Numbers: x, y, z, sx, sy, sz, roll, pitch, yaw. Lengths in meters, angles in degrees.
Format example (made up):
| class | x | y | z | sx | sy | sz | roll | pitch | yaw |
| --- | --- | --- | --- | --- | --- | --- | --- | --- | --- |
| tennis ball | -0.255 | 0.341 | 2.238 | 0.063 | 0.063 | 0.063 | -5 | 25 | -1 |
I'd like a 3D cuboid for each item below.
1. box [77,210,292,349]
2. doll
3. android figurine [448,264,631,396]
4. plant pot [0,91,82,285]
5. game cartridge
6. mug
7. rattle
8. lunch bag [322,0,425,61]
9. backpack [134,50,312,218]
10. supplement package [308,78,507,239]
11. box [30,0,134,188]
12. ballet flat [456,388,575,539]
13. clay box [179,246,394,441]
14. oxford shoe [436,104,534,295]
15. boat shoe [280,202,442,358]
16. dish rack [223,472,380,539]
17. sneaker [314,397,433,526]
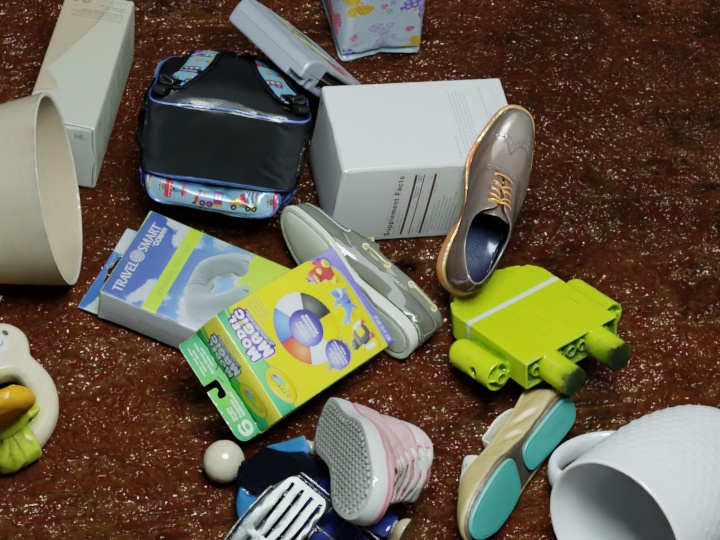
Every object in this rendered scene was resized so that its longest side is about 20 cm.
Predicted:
| class | x | y | z | sx | sy | sz | roll | pitch | yaw |
| --- | --- | --- | --- | --- | --- | --- | --- | --- | --- |
| box | -0.167 | 0.021 | 1.669 | 0.198 | 0.048 | 0.123 | 22 | 50 | 7 |
| doll | -0.058 | 0.213 | 1.531 | 0.199 | 0.049 | 0.137 | 28 | 51 | 12 |
| android figurine | 0.170 | 0.056 | 1.675 | 0.181 | 0.041 | 0.199 | -27 | 38 | -28 |
| plant pot | -0.389 | -0.067 | 1.630 | 0.197 | 0.188 | 0.189 | -7 | 51 | 1 |
| game cartridge | -0.060 | -0.228 | 1.815 | 0.133 | 0.200 | 0.041 | 40 | 97 | 24 |
| mug | 0.265 | 0.197 | 1.556 | 0.199 | 0.149 | 0.175 | 16 | 33 | 42 |
| rattle | -0.347 | 0.075 | 1.536 | 0.129 | 0.143 | 0.202 | -9 | 57 | 6 |
| lunch bag | 0.003 | -0.372 | 1.944 | 0.126 | 0.170 | 0.202 | -7 | 55 | -12 |
| backpack | -0.141 | -0.154 | 1.761 | 0.180 | 0.136 | 0.200 | 8 | 22 | -6 |
| supplement package | 0.056 | -0.117 | 1.775 | 0.198 | 0.120 | 0.122 | -3 | 54 | -14 |
| box | -0.299 | -0.195 | 1.792 | 0.077 | 0.095 | 0.201 | 10 | 49 | -1 |
| ballet flat | 0.134 | 0.184 | 1.593 | 0.063 | 0.069 | 0.200 | 11 | 40 | 37 |
| clay box | -0.069 | 0.069 | 1.599 | 0.199 | 0.048 | 0.115 | -32 | 87 | -44 |
| oxford shoe | 0.138 | -0.071 | 1.674 | 0.071 | 0.073 | 0.202 | 18 | 83 | -14 |
| boat shoe | -0.001 | 0.002 | 1.702 | 0.060 | 0.072 | 0.202 | -33 | 69 | -33 |
| dish rack | -0.029 | 0.276 | 1.446 | 0.199 | 0.055 | 0.154 | 37 | 71 | 9 |
| sneaker | 0.025 | 0.175 | 1.479 | 0.104 | 0.076 | 0.200 | 22 | 10 | -15 |
